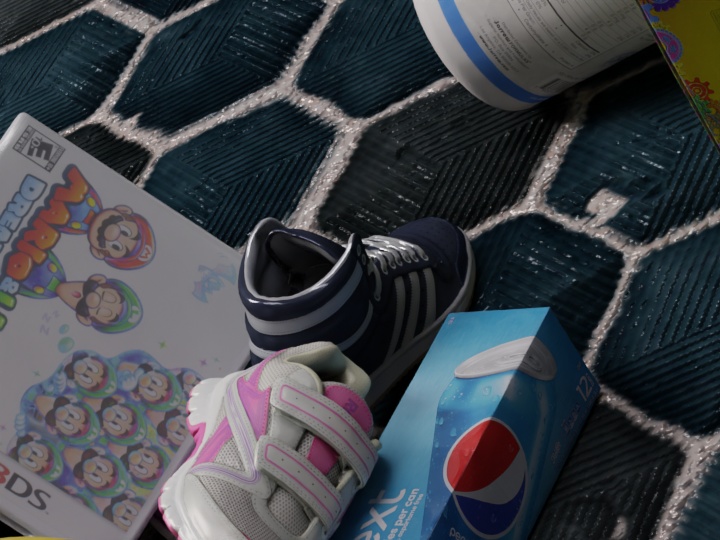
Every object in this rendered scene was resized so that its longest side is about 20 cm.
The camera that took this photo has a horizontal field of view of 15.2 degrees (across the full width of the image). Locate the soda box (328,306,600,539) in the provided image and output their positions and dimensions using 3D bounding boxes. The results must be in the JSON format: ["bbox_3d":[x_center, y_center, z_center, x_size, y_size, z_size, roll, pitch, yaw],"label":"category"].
[{"bbox_3d":[0.045,0.110,1.346,0.068,0.064,0.200,-5,42,39],"label":"soda box"}]

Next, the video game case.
[{"bbox_3d":[-0.162,0.040,1.468,0.200,0.182,0.024,-58,4,-25],"label":"video game case"}]

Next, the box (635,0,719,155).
[{"bbox_3d":[0.241,-0.155,1.398,0.122,0.200,0.193,-14,37,29],"label":"box"}]

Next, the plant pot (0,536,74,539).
[{"bbox_3d":[-0.123,0.248,1.200,0.201,0.201,0.189,-7,52,37],"label":"plant pot"}]

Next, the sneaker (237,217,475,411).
[{"bbox_3d":[0.000,0.000,1.465,0.070,0.109,0.200,7,36,29],"label":"sneaker"}]

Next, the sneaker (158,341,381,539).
[{"bbox_3d":[-0.038,0.093,1.309,0.088,0.081,0.200,-36,25,19],"label":"sneaker"}]

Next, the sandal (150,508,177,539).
[{"bbox_3d":[-0.051,0.112,1.444,0.202,0.050,0.082,7,47,49],"label":"sandal"}]

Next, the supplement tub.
[{"bbox_3d":[0.139,-0.189,1.577,0.200,0.132,0.132,-28,30,31],"label":"supplement tub"}]
